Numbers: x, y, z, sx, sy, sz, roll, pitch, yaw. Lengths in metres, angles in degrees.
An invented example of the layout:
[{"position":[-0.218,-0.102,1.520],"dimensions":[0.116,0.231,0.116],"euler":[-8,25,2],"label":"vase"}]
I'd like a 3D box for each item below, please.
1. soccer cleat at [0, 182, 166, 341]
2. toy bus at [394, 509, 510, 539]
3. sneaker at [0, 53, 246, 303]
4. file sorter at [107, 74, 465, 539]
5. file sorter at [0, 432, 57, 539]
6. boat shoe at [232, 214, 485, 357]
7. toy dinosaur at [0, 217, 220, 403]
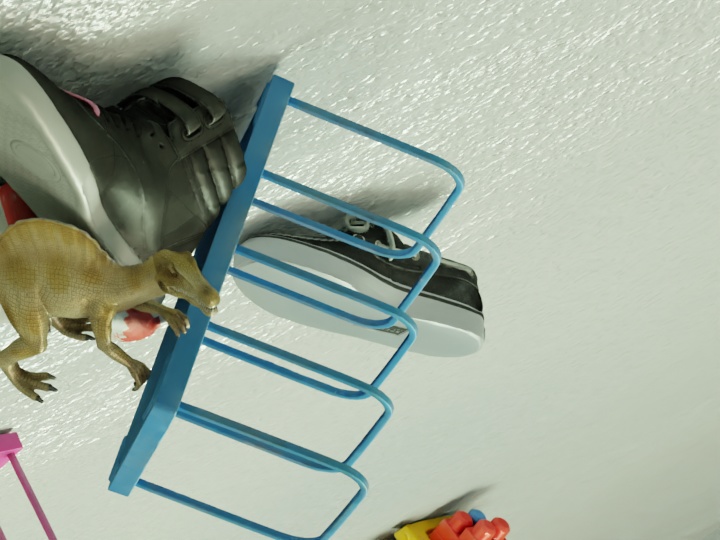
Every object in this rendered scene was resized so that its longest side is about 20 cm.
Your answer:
[{"position":[-0.168,0.001,1.336],"dimensions":[0.085,0.069,0.200],"euler":[-21,162,11],"label":"soccer cleat"},{"position":[0.069,0.332,2.671],"dimensions":[0.200,0.136,0.192],"euler":[-4,139,-49],"label":"toy bus"},{"position":[-0.120,-0.069,1.198],"dimensions":[0.099,0.071,0.200],"euler":[-54,148,-16],"label":"sneaker"},{"position":[-0.037,0.029,1.319],"dimensions":[0.122,0.200,0.139],"euler":[22,153,-6],"label":"file sorter"},{"position":[-0.311,0.219,1.667],"dimensions":[0.139,0.126,0.200],"euler":[-10,157,-48],"label":"file sorter"},{"position":[0.002,-0.001,1.588],"dimensions":[0.199,0.068,0.074],"euler":[16,152,-33],"label":"boat shoe"},{"position":[-0.157,0.010,1.208],"dimensions":[0.199,0.058,0.101],"euler":[1,137,11],"label":"toy dinosaur"}]
